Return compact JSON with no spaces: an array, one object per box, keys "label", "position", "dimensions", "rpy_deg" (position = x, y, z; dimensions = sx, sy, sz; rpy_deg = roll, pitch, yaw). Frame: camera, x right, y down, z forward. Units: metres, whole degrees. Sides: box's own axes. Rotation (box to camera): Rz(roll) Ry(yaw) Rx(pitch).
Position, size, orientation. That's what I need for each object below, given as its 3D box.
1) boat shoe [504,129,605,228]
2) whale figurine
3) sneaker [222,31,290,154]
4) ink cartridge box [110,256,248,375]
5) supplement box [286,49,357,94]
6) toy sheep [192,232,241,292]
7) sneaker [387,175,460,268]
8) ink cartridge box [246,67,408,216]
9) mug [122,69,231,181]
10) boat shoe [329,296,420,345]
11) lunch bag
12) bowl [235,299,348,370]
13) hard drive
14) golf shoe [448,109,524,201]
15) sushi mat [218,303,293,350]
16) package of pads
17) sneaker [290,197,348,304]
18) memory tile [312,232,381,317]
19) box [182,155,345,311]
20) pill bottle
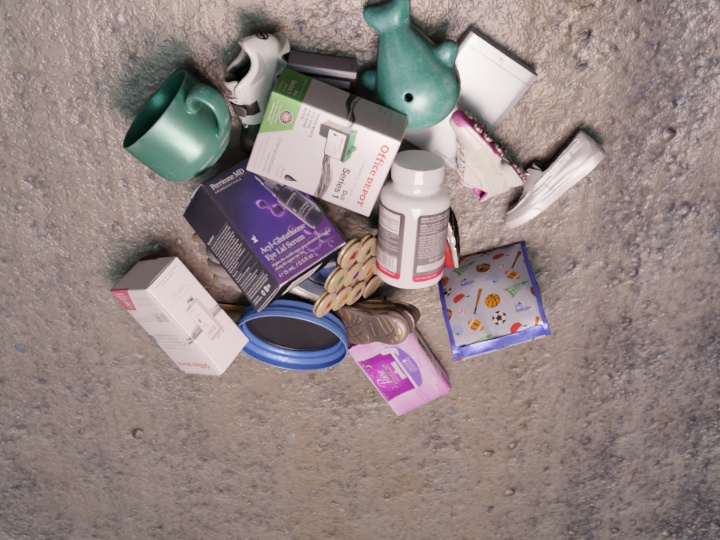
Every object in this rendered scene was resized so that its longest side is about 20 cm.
[{"label":"boat shoe","position":[0.302,-0.149,1.638],"dimensions":[0.069,0.072,0.200],"rpy_deg":[47,119,-4]},{"label":"whale figurine","position":[0.068,-0.304,1.492],"dimensions":[0.159,0.104,0.200],"rpy_deg":[-15,110,22]},{"label":"sneaker","position":[-0.173,-0.267,1.516],"dimensions":[0.088,0.074,0.200],"rpy_deg":[-7,128,-32]},{"label":"ink cartridge box","position":[-0.306,0.078,1.700],"dimensions":[0.146,0.083,0.200],"rpy_deg":[-4,130,52]},{"label":"supplement box","position":[-0.071,-0.233,1.567],"dimensions":[0.109,0.061,0.200],"rpy_deg":[7,122,-5]},{"label":"toy sheep","position":[-0.193,-0.028,1.661],"dimensions":[0.138,0.138,0.200],"rpy_deg":[-18,128,9]},{"label":"sneaker","position":[0.107,-0.088,1.671],"dimensions":[0.085,0.077,0.200],"rpy_deg":[-21,111,17]},{"label":"ink cartridge box","position":[-0.048,-0.187,1.478],"dimensions":[0.200,0.084,0.146],"rpy_deg":[21,127,-4]},{"label":"mug","position":[-0.262,-0.205,1.506],"dimensions":[0.114,0.185,0.152],"rpy_deg":[38,91,-26]},{"label":"boat shoe","position":[0.027,0.084,1.735],"dimensions":[0.073,0.200,0.075],"rpy_deg":[-30,115,-35]},{"label":"lunch bag","position":[0.223,0.066,1.693],"dimensions":[0.170,0.200,0.124],"rpy_deg":[-17,122,8]},{"label":"bowl","position":[-0.119,0.112,1.746],"dimensions":[0.201,0.039,0.201],"rpy_deg":[6,148,4]},{"label":"hard drive","position":[0.163,-0.264,1.577],"dimensions":[0.132,0.027,0.200],"rpy_deg":[29,118,-19]},{"label":"golf shoe","position":[0.182,-0.173,1.577],"dimensions":[0.092,0.075,0.200],"rpy_deg":[-34,137,15]},{"label":"sushi mat","position":[-0.214,0.100,1.810],"dimensions":[0.200,0.012,0.096],"rpy_deg":[6,123,-6]},{"label":"package of pads","position":[0.068,0.167,1.828],"dimensions":[0.120,0.076,0.200],"rpy_deg":[-28,120,12]},{"label":"sneaker","position":[-0.097,-0.022,1.691],"dimensions":[0.146,0.081,0.200],"rpy_deg":[-33,125,11]},{"label":"memory tile","position":[0.000,0.000,1.657],"dimensions":[0.017,0.200,0.153],"rpy_deg":[36,117,18]},{"label":"box","position":[-0.149,-0.065,1.542],"dimensions":[0.200,0.148,0.104],"rpy_deg":[51,144,4]},{"label":"pill bottle","position":[0.083,-0.081,1.574],"dimensions":[0.111,0.111,0.200],"rpy_deg":[2,120,-3]}]
